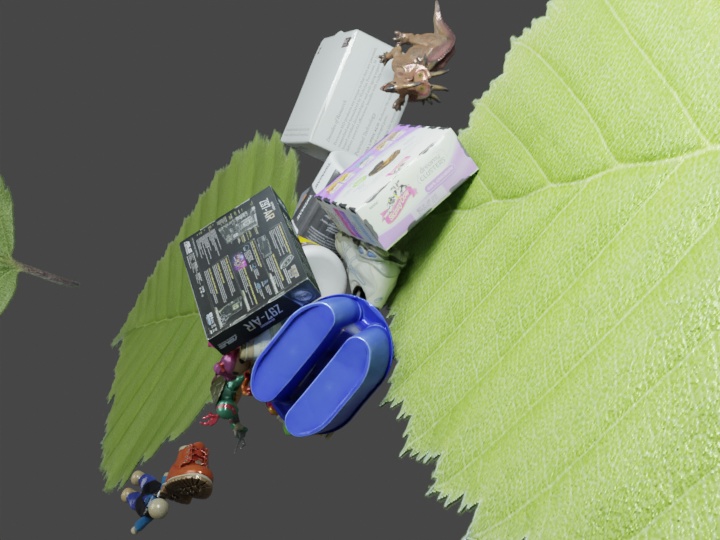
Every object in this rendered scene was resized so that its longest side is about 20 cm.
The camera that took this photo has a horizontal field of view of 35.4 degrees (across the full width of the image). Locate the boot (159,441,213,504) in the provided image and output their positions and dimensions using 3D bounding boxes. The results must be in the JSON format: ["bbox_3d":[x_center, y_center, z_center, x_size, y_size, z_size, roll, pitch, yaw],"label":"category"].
[{"bbox_3d":[-0.301,0.352,2.014,0.200,0.075,0.108,-29,37,62],"label":"boot"}]

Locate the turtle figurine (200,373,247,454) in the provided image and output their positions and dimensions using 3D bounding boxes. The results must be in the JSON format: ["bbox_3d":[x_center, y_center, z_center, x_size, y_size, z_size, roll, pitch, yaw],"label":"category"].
[{"bbox_3d":[-0.201,0.196,1.885,0.150,0.100,0.201,-53,19,34],"label":"turtle figurine"}]

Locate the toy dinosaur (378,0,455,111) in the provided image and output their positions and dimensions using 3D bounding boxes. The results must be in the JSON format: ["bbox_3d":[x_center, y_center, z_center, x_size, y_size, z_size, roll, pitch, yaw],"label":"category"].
[{"bbox_3d":[0.099,-0.316,1.698,0.201,0.086,0.135,-55,27,-16],"label":"toy dinosaur"}]

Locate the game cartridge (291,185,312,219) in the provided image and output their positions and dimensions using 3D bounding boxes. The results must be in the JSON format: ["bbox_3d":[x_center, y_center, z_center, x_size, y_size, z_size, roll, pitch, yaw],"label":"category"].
[{"bbox_3d":[-0.077,-0.088,1.965,0.200,0.040,0.135,7,79,70],"label":"game cartridge"}]

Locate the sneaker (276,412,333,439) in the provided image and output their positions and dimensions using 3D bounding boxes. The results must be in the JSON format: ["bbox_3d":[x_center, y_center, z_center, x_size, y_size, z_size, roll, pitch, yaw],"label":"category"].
[{"bbox_3d":[-0.056,0.128,1.567,0.075,0.089,0.202,130,156,-63],"label":"sneaker"}]

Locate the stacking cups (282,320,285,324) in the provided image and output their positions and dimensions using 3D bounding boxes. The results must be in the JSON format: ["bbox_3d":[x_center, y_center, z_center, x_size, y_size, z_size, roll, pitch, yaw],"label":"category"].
[{"bbox_3d":[-0.142,0.067,1.923,0.200,0.060,0.061,-42,31,50],"label":"stacking cups"}]

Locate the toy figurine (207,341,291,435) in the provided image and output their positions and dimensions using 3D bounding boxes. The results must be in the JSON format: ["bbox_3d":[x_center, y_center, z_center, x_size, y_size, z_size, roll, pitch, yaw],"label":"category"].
[{"bbox_3d":[-0.144,0.130,1.672,0.201,0.183,0.150,-60,20,20],"label":"toy figurine"}]

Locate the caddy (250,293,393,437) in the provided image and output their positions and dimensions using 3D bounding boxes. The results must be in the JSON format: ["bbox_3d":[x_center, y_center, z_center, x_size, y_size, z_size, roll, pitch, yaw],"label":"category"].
[{"bbox_3d":[-0.048,0.125,1.471,0.200,0.141,0.105,-50,-13,14],"label":"caddy"}]

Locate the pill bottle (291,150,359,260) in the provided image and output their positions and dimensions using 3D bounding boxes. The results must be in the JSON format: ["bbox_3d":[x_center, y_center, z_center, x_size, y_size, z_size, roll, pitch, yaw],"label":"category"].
[{"bbox_3d":[-0.050,-0.079,1.774,0.201,0.106,0.107,-58,21,24],"label":"pill bottle"}]

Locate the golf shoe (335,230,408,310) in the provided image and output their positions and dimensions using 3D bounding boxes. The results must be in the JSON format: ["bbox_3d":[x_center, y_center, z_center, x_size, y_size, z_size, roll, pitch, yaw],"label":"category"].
[{"bbox_3d":[0.000,0.000,1.610,0.200,0.078,0.098,-150,75,-73],"label":"golf shoe"}]

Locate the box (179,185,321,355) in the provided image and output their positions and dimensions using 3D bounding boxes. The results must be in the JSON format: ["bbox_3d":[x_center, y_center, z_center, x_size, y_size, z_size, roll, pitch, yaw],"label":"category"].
[{"bbox_3d":[-0.155,-0.003,1.546,0.159,0.044,0.201,-32,46,6],"label":"box"}]

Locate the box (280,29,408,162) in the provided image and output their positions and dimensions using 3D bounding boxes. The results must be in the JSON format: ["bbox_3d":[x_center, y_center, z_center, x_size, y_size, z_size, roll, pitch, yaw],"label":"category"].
[{"bbox_3d":[-0.019,-0.279,1.880,0.202,0.130,0.199,-67,19,-1],"label":"box"}]

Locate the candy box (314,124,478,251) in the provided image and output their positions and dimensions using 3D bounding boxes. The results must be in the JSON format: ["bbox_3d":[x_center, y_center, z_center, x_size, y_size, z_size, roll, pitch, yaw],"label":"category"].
[{"bbox_3d":[0.044,-0.117,1.524,0.167,0.072,0.200,-41,18,-8],"label":"candy box"}]

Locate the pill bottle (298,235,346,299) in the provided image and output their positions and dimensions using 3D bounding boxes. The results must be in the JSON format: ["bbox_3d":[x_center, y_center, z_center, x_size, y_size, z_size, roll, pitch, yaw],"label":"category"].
[{"bbox_3d":[-0.102,0.003,1.659,0.110,0.109,0.200,-67,25,0],"label":"pill bottle"}]

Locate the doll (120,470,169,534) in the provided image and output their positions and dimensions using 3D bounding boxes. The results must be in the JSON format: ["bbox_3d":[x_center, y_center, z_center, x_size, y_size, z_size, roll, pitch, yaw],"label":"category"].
[{"bbox_3d":[-0.421,0.458,2.240,0.137,0.048,0.200,-61,24,-12],"label":"doll"}]

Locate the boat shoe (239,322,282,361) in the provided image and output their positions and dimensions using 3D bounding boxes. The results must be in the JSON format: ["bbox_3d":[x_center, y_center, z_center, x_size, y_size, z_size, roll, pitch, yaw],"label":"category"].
[{"bbox_3d":[-0.161,0.046,1.583,0.074,0.063,0.202,109,148,-44],"label":"boat shoe"}]
